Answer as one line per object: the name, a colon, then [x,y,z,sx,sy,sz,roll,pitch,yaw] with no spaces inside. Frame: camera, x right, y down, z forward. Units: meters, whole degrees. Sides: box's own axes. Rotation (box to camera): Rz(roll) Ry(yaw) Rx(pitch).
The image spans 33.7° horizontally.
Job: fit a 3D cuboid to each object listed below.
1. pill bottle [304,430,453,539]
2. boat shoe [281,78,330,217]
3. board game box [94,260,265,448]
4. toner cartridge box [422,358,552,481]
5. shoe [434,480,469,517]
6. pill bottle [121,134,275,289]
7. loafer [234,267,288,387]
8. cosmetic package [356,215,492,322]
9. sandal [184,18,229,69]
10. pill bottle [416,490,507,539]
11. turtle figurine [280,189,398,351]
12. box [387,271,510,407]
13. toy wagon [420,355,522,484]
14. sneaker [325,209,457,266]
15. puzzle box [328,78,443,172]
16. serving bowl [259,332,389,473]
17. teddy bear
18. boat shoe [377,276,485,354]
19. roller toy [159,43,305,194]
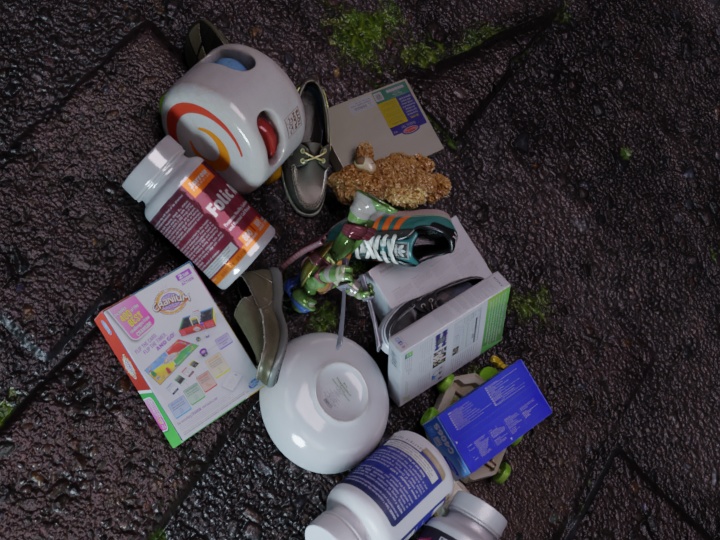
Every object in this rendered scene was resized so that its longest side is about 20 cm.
pill bottle: [0.023,0.321,1.609,0.199,0.119,0.120,-36,90,-35]
boat shoe: [-0.079,-0.184,1.769,0.071,0.060,0.205,1,79,-18]
board game box: [-0.239,0.110,1.591,0.152,0.040,0.202,-31,88,-34]
toner cartridge box: [0.188,0.216,1.735,0.199,0.043,0.096,-27,82,-39]
shoe: [0.166,0.375,1.706,0.069,0.053,0.202,-27,83,-35]
pill bottle: [-0.223,-0.082,1.630,0.200,0.114,0.115,44,57,-8]
loafer: [-0.141,0.077,1.626,0.068,0.076,0.202,6,41,-14]
cosmetic package: [0.110,0.028,1.812,0.199,0.052,0.152,-31,89,-33]
sandal: [-0.184,-0.286,1.765,0.201,0.080,0.057,47,32,-9]
pill bottle: [0.116,0.406,1.607,0.111,0.111,0.201,37,72,-11]
turtle figurine: [0.000,0.000,1.652,0.143,0.199,0.196,22,100,-45]
box: [0.126,0.099,1.708,0.198,0.145,0.036,-29,58,-20]
toy wagon: [0.174,0.218,1.779,0.154,0.039,0.201,38,52,-12]
sneaker: [0.046,-0.044,1.737,0.196,0.080,0.072,-9,117,-5]
puzzle box: [0.028,-0.214,1.876,0.198,0.025,0.134,-25,84,-34]
serving bowl: [-0.040,0.178,1.662,0.197,0.066,0.203,10,67,-25]
teddy bear: [0.049,-0.144,1.783,0.197,0.067,0.146,7,43,-24]
boat shoe: [0.112,0.061,1.731,0.198,0.066,0.071,-23,83,-32]
roller toy: [-0.173,-0.214,1.668,0.200,0.182,0.140,45,56,-6]
